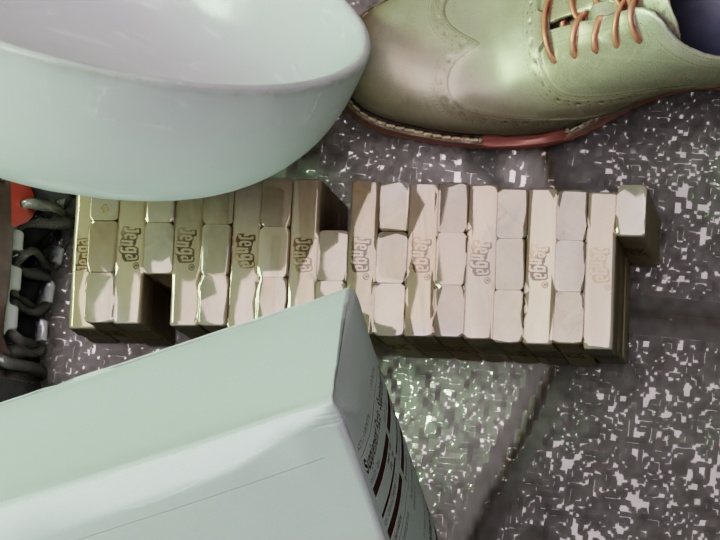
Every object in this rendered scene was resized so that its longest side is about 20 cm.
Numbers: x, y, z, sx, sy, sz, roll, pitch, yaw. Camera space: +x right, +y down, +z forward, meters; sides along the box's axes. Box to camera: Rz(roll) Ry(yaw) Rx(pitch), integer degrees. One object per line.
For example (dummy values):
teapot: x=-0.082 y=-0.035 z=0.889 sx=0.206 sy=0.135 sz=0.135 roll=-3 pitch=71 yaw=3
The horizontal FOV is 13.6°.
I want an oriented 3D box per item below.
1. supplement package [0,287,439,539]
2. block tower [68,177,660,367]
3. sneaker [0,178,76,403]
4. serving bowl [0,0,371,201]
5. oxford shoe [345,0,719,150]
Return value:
supplement package: x=-0.060 y=0.140 z=0.930 sx=0.190 sy=0.147 sz=0.201 roll=-18 pitch=101 yaw=6
block tower: x=0.000 y=0.000 z=1.024 sx=0.199 sy=0.054 sz=0.058 roll=1 pitch=81 yaw=10
sneaker: x=-0.132 y=0.000 z=1.038 sx=0.082 sy=0.077 sz=0.201 roll=-22 pitch=78 yaw=-2
serving bowl: x=-0.100 y=-0.073 z=0.997 sx=0.199 sy=0.200 sz=0.066 roll=22 pitch=113 yaw=12
oxford shoe: x=0.085 y=-0.088 z=1.015 sx=0.199 sy=0.074 sz=0.071 roll=-10 pitch=78 yaw=8
